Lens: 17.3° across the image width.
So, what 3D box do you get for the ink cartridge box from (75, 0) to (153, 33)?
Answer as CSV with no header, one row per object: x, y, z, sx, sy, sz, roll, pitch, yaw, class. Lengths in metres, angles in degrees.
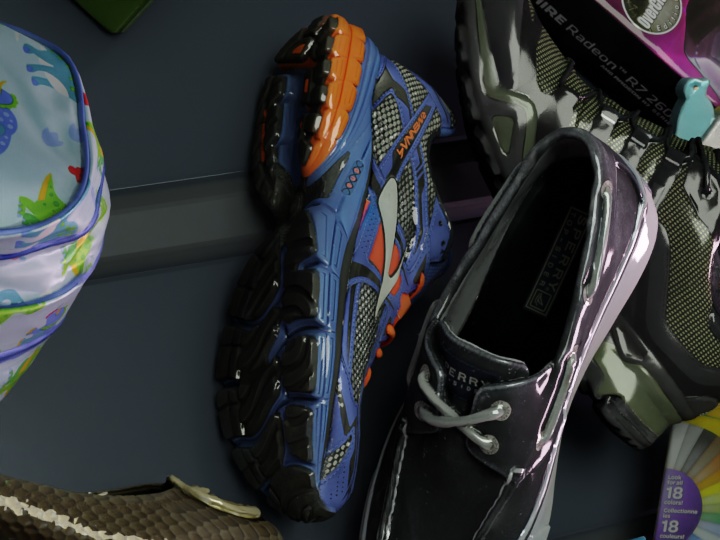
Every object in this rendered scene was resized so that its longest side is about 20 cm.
-0.083,-0.218,0.930,0.148,0.076,0.200,42,60,-9,ink cartridge box

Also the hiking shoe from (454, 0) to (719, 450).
0.105,-0.036,0.946,0.100,0.076,0.201,-23,89,0,hiking shoe

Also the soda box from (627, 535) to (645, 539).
0.092,0.204,0.843,0.064,0.067,0.201,39,42,-48,soda box

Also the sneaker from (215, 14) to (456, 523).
0.000,0.000,0.900,0.078,0.075,0.201,19,66,-24,sneaker

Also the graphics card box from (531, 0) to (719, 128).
0.130,-0.138,1.029,0.200,0.051,0.126,41,61,-11,graphics card box

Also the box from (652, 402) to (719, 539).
0.170,0.128,0.921,0.048,0.117,0.201,52,45,-56,box

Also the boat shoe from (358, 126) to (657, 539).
0.047,0.043,0.863,0.071,0.068,0.201,25,86,26,boat shoe

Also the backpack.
-0.182,-0.027,0.778,0.199,0.154,0.164,31,27,-30,backpack

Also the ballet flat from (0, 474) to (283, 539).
-0.120,0.076,0.815,0.199,0.067,0.047,9,77,-18,ballet flat

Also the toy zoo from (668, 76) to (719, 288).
0.201,-0.006,0.993,0.131,0.020,0.200,-42,100,-1,toy zoo
